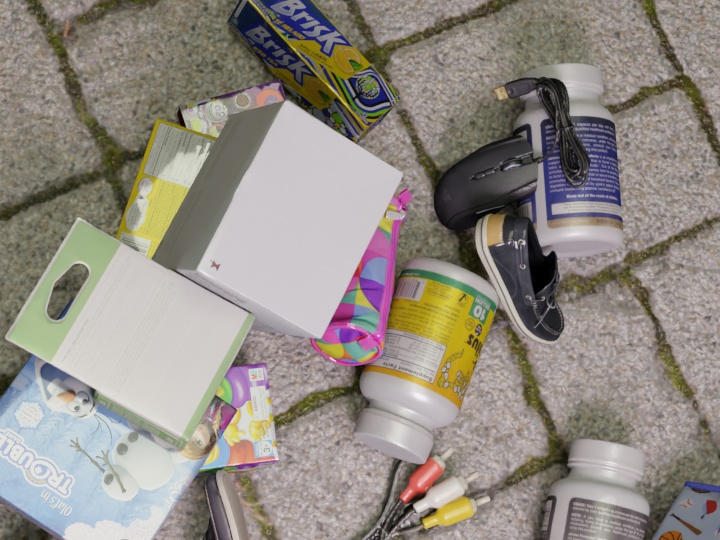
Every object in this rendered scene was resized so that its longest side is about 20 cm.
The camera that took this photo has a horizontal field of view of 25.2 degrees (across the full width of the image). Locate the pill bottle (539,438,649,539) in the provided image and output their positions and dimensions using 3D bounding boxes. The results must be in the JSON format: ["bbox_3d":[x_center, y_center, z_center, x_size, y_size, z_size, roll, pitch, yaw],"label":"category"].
[{"bbox_3d":[0.248,0.286,1.721,0.110,0.111,0.201,14,77,-8],"label":"pill bottle"}]

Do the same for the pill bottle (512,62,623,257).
[{"bbox_3d":[0.229,-0.121,1.795,0.115,0.116,0.201,-1,80,-11],"label":"pill bottle"}]

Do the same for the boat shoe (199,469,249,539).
[{"bbox_3d":[-0.142,0.299,1.638,0.062,0.073,0.201,-9,110,3],"label":"boat shoe"}]

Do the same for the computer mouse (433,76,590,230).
[{"bbox_3d":[0.147,-0.133,1.757,0.046,0.200,0.141,10,65,-53],"label":"computer mouse"}]

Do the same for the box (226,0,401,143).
[{"bbox_3d":[-0.053,-0.233,1.782,0.200,0.070,0.064,47,60,0],"label":"box"}]

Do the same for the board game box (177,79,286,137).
[{"bbox_3d":[-0.115,-0.100,1.771,0.120,0.032,0.201,-17,82,-18],"label":"board game box"}]

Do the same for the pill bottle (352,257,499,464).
[{"bbox_3d":[0.066,0.098,1.722,0.112,0.113,0.201,23,75,-6],"label":"pill bottle"}]

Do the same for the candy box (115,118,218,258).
[{"bbox_3d":[-0.202,-0.053,1.727,0.102,0.026,0.201,19,83,-1],"label":"candy box"}]

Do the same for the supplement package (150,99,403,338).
[{"bbox_3d":[-0.090,-0.049,1.634,0.147,0.200,0.192,30,80,-19],"label":"supplement package"}]

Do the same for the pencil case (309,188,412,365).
[{"bbox_3d":[0.000,0.000,1.714,0.088,0.088,0.201,15,59,-8],"label":"pencil case"}]

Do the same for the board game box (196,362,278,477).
[{"bbox_3d":[-0.195,0.163,1.663,0.199,0.103,0.105,-6,80,-12],"label":"board game box"}]

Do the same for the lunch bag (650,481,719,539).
[{"bbox_3d":[0.385,0.354,1.704,0.170,0.124,0.200,-46,124,-33],"label":"lunch bag"}]

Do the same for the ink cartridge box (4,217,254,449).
[{"bbox_3d":[-0.222,0.061,1.560,0.200,0.048,0.146,29,68,-3],"label":"ink cartridge box"}]

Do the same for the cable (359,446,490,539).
[{"bbox_3d":[0.037,0.264,1.715,0.200,0.050,0.097,-36,84,-16],"label":"cable"}]

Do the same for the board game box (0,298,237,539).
[{"bbox_3d":[-0.256,0.165,1.573,0.200,0.043,0.199,33,73,-2],"label":"board game box"}]

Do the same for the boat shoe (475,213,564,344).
[{"bbox_3d":[0.186,0.011,1.735,0.062,0.200,0.075,-10,46,24],"label":"boat shoe"}]
